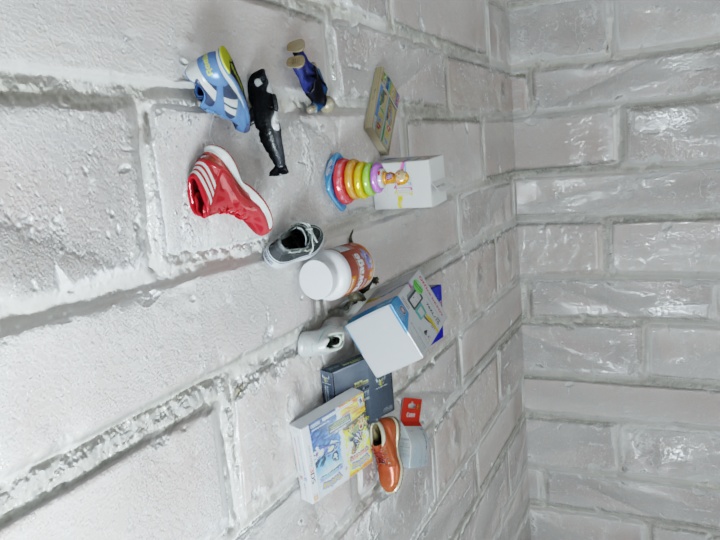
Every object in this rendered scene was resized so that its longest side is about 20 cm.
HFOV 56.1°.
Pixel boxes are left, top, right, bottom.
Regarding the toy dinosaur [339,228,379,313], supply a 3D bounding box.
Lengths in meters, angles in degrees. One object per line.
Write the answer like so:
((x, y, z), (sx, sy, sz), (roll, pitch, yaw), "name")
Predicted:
((0.000, 0.000, 1.681), (0.102, 0.075, 0.205), (-12, 104, -74), "toy dinosaur")

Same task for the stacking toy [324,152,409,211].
((0.022, -0.213, 1.587), (0.110, 0.196, 0.118), (53, 46, -51), "stacking toy")

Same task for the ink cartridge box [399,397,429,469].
((0.168, 0.494, 2.055), (0.159, 0.046, 0.205), (24, 70, -62), "ink cartridge box")

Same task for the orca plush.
((-0.197, -0.282, 1.318), (0.105, 0.070, 0.204), (-136, -144, -62), "orca plush")

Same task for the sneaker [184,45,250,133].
((-0.246, -0.310, 1.190), (0.201, 0.081, 0.075), (73, -2, -65), "sneaker")

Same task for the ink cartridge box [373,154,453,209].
((0.145, -0.242, 1.842), (0.128, 0.196, 0.128), (-32, 118, -60), "ink cartridge box")

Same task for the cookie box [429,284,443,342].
((0.188, 0.143, 2.068), (0.199, 0.074, 0.176), (-15, 103, -63), "cookie box")

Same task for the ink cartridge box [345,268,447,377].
((0.089, 0.122, 1.606), (0.148, 0.145, 0.200), (57, 33, -9), "ink cartridge box")

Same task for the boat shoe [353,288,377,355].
((0.029, 0.151, 1.759), (0.069, 0.070, 0.204), (45, 41, -55), "boat shoe")

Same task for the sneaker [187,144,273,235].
((-0.242, -0.111, 1.204), (0.201, 0.077, 0.117), (54, 51, -33), "sneaker")

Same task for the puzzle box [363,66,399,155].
((0.061, -0.438, 1.867), (0.133, 0.025, 0.204), (46, 49, -56), "puzzle box")

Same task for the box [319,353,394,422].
((-0.004, 0.289, 1.629), (0.198, 0.050, 0.162), (-14, 103, -43), "box")

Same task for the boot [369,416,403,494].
((0.062, 0.499, 1.819), (0.107, 0.074, 0.205), (16, 67, -60), "boot")

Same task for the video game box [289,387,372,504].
((-0.062, 0.391, 1.518), (0.198, 0.046, 0.186), (-23, 114, -41), "video game box")

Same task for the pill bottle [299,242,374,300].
((-0.054, 0.004, 1.528), (0.199, 0.110, 0.115), (-21, 108, -62), "pill bottle")

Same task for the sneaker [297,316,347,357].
((-0.065, 0.156, 1.542), (0.200, 0.079, 0.072), (-26, 111, -63), "sneaker")

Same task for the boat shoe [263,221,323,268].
((-0.125, -0.066, 1.410), (0.074, 0.068, 0.198), (53, 32, 9), "boat shoe")

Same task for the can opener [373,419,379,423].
((0.030, 0.297, 1.788), (0.066, 0.053, 0.204), (23, 65, -27), "can opener")

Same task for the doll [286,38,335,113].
((-0.106, -0.410, 1.492), (0.200, 0.047, 0.140), (48, 39, -62), "doll")
